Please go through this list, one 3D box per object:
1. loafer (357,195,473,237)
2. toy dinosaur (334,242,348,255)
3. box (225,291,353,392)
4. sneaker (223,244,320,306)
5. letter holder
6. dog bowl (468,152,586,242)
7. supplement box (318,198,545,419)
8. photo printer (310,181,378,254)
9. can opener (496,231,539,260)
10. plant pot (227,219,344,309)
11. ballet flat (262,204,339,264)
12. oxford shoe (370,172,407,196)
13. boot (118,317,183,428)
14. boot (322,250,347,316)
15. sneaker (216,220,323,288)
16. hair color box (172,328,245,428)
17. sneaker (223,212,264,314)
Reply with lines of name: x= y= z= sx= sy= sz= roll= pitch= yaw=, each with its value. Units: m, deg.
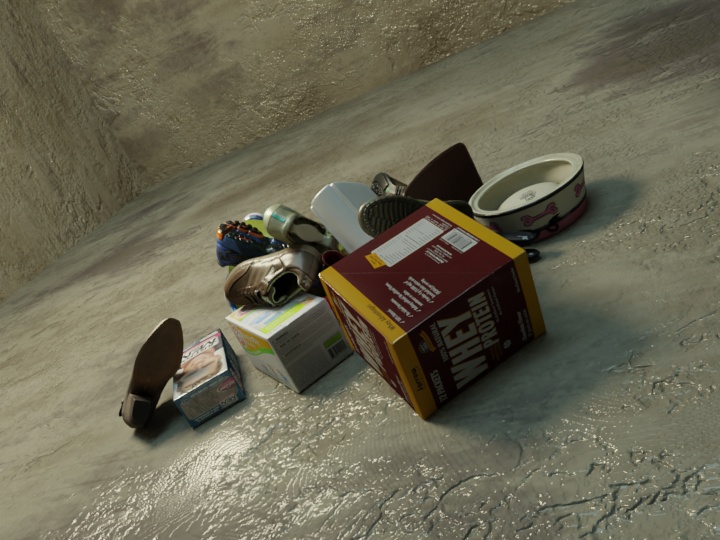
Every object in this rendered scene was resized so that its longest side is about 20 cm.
loafer: x=0.079 y=-0.076 z=1.225 sx=0.198 sy=0.077 sz=0.067 roll=2 pitch=-1 yaw=-27
toy dinosaur: x=0.000 y=0.000 z=1.338 sx=0.058 sy=0.101 sz=0.200 roll=-46 pitch=-11 yaw=14
box: x=-0.118 y=0.101 z=1.265 sx=0.112 sy=0.102 sz=0.200 roll=-35 pitch=21 yaw=-20
sneaker: x=-0.149 y=0.023 z=1.248 sx=0.199 sy=0.070 sz=0.076 roll=-26 pitch=38 yaw=34
letter holder: x=0.124 y=-0.127 z=1.444 sx=0.100 sy=0.143 sz=0.200 roll=-5 pitch=31 yaw=48
dog bowl: x=0.281 y=-0.113 z=1.306 sx=0.199 sy=0.074 sz=0.200 roll=-24 pitch=20 yaw=9
supplement box: x=0.090 y=0.041 z=1.021 sx=0.199 sy=0.133 sz=0.197 roll=-33 pitch=36 yaw=-14
photo printer: x=0.026 y=-0.053 z=1.293 sx=0.069 sy=0.200 sz=0.166 roll=-45 pitch=-13 yaw=19
can opener: x=0.193 y=-0.035 z=1.256 sx=0.199 sy=0.064 sz=0.079 roll=5 pitch=40 yaw=40
plant pot: x=-0.108 y=-0.006 z=1.439 sx=0.198 sy=0.188 sz=0.187 roll=-4 pitch=27 yaw=20
ballet flat: x=-0.077 y=-0.051 z=1.271 sx=0.069 sy=0.070 sz=0.200 roll=-17 pitch=-21 yaw=28
oxford shoe: x=0.079 y=-0.143 z=1.595 sx=0.084 sy=0.073 sz=0.200 roll=12 pitch=16 yaw=-29
boot: x=-0.354 y=0.169 z=1.340 sx=0.201 sy=0.070 sz=0.146 roll=-68 pitch=16 yaw=-5
boot: x=-0.035 y=0.025 z=1.282 sx=0.072 sy=0.145 sz=0.200 roll=-37 pitch=20 yaw=-19
sneaker: x=-0.152 y=-0.016 z=1.338 sx=0.076 sy=0.199 sz=0.079 roll=-74 pitch=7 yaw=-57
hair color box: x=-0.258 y=0.175 z=1.333 sx=0.100 sy=0.061 sz=0.200 roll=-30 pitch=20 yaw=-5
sneaker: x=-0.213 y=-0.006 z=1.525 sx=0.080 sy=0.202 sz=0.146 roll=7 pitch=8 yaw=1
